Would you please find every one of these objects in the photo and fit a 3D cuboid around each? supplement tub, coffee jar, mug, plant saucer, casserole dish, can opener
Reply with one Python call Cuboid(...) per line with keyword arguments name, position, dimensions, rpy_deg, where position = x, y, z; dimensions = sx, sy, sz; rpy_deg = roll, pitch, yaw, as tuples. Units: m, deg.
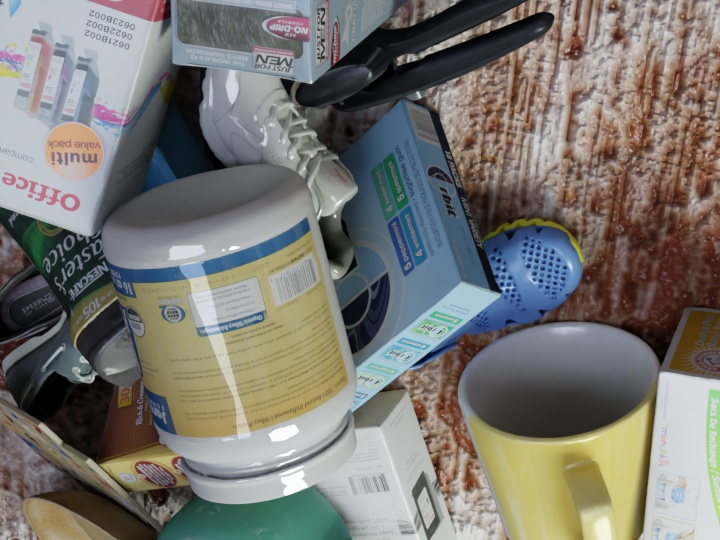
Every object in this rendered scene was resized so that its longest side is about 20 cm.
Cuboid(name="supplement tub", position=(-0.084, 0.042, 1.138), dimensions=(0.144, 0.145, 0.200), rpy_deg=(-5, 110, 24))
Cuboid(name="coffee jar", position=(-0.204, -0.011, 1.305), dimensions=(0.104, 0.085, 0.200), rpy_deg=(-39, 66, 6))
Cuboid(name="mug", position=(-0.085, 0.241, 1.339), dimensions=(0.152, 0.114, 0.185), rpy_deg=(51, 132, 0))
Cuboid(name="mug", position=(0.149, 0.152, 1.247), dimensions=(0.149, 0.187, 0.153), rpy_deg=(7, 125, 27))
Cuboid(name="plant saucer", position=(-0.210, 0.254, 1.477), dimensions=(0.200, 0.035, 0.200), rpy_deg=(29, 152, 17))
Cuboid(name="casserole dish", position=(-0.142, -0.070, 1.285), dimensions=(0.200, 0.039, 0.121), rpy_deg=(58, 160, 13))
Cuboid(name="can opener", position=(0.049, -0.153, 1.182), dimensions=(0.200, 0.079, 0.063), rpy_deg=(-15, 126, 31))

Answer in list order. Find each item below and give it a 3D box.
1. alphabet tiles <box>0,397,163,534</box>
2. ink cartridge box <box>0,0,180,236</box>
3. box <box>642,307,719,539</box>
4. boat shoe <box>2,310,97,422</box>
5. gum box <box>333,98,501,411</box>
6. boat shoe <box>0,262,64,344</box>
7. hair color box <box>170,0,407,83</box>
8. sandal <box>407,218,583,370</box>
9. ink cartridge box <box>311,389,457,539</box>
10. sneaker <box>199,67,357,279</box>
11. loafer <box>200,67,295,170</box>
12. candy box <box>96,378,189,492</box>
Cuboid(name="alphabet tiles", position=(-0.250, 0.163, 1.423), dimensions=(0.166, 0.006, 0.200), rpy_deg=(22, 158, 38))
Cuboid(name="ink cartridge box", position=(-0.206, -0.147, 1.146), dimensions=(0.145, 0.145, 0.200), rpy_deg=(19, 106, 1))
Cuboid(name="box", position=(0.270, 0.143, 1.227), dimensions=(0.101, 0.113, 0.200), rpy_deg=(9, 116, 17))
Cuboid(name="boat shoe", position=(-0.230, 0.071, 1.405), dimensions=(0.200, 0.073, 0.062), rpy_deg=(-32, 63, 37))
Cuboid(name="gum box", position=(0.000, 0.000, 1.243), dimensions=(0.045, 0.170, 0.200), rpy_deg=(17, 135, -40))
Cuboid(name="boat shoe", position=(-0.245, 0.011, 1.401), dimensions=(0.200, 0.057, 0.067), rpy_deg=(-31, 99, 30))
Cuboid(name="hair color box", position=(-0.043, -0.191, 1.138), dimensions=(0.099, 0.200, 0.061), rpy_deg=(10, 117, 17))
Cuboid(name="sandal", position=(0.078, 0.027, 1.263), dimensions=(0.200, 0.087, 0.080), rpy_deg=(-27, 101, 28))
Cuboid(name="ink cartridge box", position=(0.007, 0.206, 1.388), dimensions=(0.116, 0.067, 0.200), rpy_deg=(-9, 111, 26))
Cuboid(name="sneaker", position=(-0.047, -0.079, 1.193), dimensions=(0.099, 0.078, 0.200), rpy_deg=(6, 126, 34))
Cuboid(name="loafer", position=(-0.089, -0.118, 1.282), dimensions=(0.072, 0.073, 0.200), rpy_deg=(46, 140, 43))
Cuboid(name="candy box", position=(-0.109, 0.109, 1.354), dimensions=(0.200, 0.117, 0.056), rpy_deg=(-11, 141, 26))
